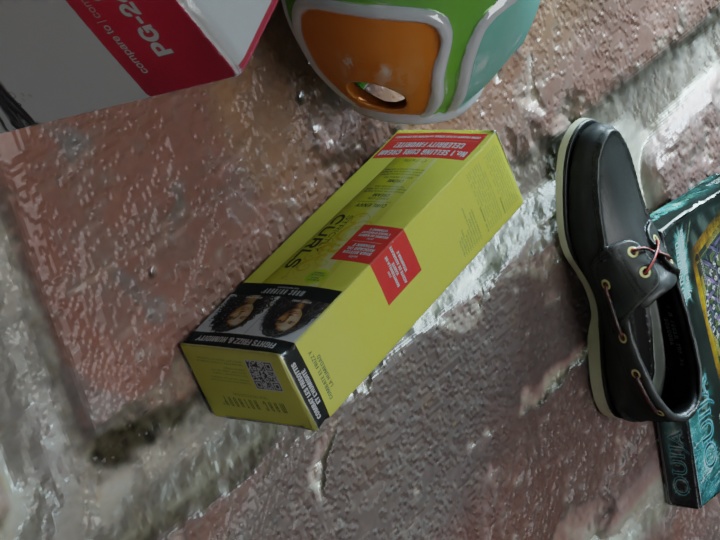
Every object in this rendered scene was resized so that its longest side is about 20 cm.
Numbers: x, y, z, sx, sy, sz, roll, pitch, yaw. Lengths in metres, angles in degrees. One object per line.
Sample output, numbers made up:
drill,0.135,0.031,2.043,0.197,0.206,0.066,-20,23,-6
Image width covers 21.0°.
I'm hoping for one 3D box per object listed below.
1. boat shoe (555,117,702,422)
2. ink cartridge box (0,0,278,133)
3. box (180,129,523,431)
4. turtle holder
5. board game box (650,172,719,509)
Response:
boat shoe,0.170,0.001,1.208,0.074,0.063,0.202,-29,113,-42
ink cartridge box,-0.116,-0.134,0.748,0.083,0.199,0.146,49,48,-35
box,0.000,0.000,1.001,0.200,0.075,0.050,-45,124,-36
turtle holder,0.028,-0.159,0.994,0.186,0.140,0.132,-94,-179,-59
board game box,0.240,0.043,1.315,0.135,0.028,0.201,-27,114,-44
